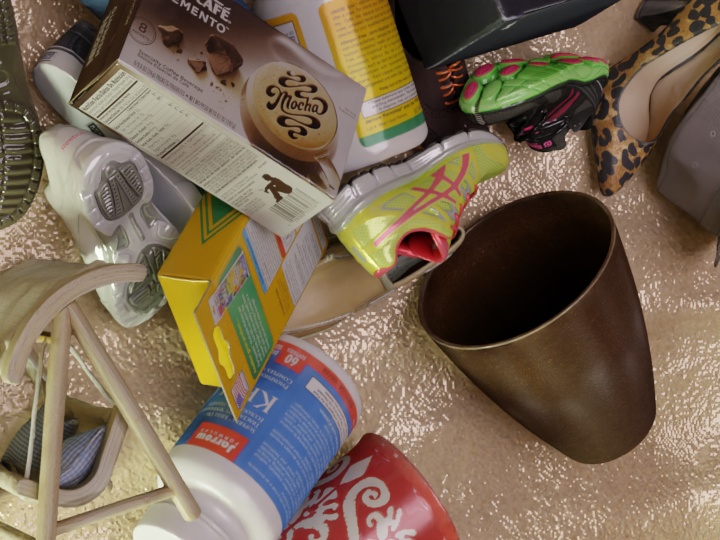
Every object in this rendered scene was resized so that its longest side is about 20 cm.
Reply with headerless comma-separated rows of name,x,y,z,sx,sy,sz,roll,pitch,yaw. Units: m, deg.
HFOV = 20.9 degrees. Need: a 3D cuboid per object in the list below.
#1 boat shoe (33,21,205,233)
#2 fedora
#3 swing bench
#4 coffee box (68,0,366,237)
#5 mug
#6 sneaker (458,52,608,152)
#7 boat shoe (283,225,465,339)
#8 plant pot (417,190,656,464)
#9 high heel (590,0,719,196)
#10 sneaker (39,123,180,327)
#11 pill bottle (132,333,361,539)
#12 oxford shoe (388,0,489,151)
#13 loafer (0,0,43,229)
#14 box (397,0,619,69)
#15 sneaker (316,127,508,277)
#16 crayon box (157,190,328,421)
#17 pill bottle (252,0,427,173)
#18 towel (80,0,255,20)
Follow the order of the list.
boat shoe,-0.175,-0.110,1.559,0.200,0.071,0.068,49,57,-19
fedora,0.330,-0.113,1.786,0.090,0.201,0.177,27,38,7
swing bench,-0.232,0.097,1.464,0.129,0.198,0.202,-16,97,-26
coffee box,-0.105,-0.131,1.472,0.199,0.080,0.114,32,52,-21
mug,-0.021,0.264,1.615,0.199,0.133,0.179,-34,104,-19
sneaker,0.158,-0.142,1.702,0.199,0.076,0.085,-13,110,-50
boat shoe,0.000,0.000,1.649,0.199,0.076,0.072,-31,106,-22
plant pot,0.176,0.067,1.699,0.187,0.186,0.201,-46,124,-19
high heel,0.279,-0.161,1.750,0.071,0.142,0.202,23,80,-32
sneaker,-0.199,-0.042,1.534,0.078,0.099,0.201,-36,141,-25
pill bottle,-0.092,0.156,1.561,0.112,0.112,0.201,48,55,-19
oxford shoe,0.063,-0.160,1.680,0.071,0.072,0.201,-41,108,-20
loafer,-0.291,-0.131,1.508,0.075,0.067,0.202,-9,110,-26
box,0.115,-0.296,1.637,0.196,0.117,0.202,-20,86,-40
sneaker,0.056,-0.050,1.625,0.199,0.078,0.091,-26,79,-35
crayon box,-0.096,0.001,1.545,0.126,0.051,0.201,73,32,-43
pill bottle,-0.024,-0.188,1.615,0.112,0.113,0.202,-23,101,-25
towel,-0.140,-0.201,1.531,0.200,0.111,0.049,45,49,-35
